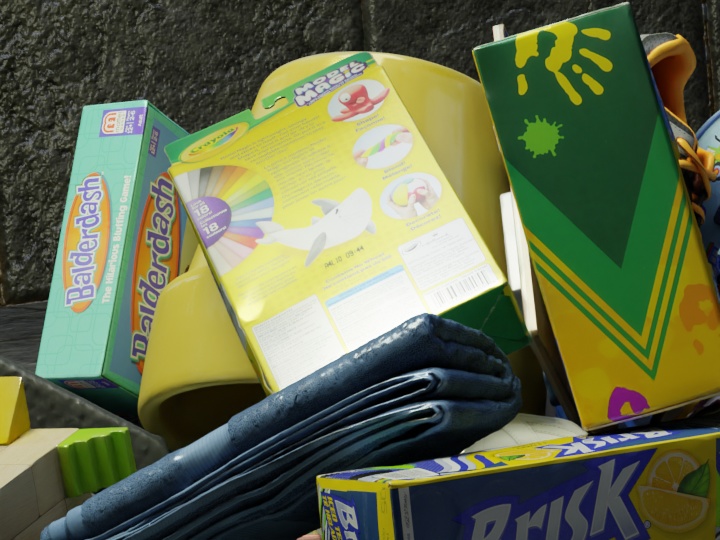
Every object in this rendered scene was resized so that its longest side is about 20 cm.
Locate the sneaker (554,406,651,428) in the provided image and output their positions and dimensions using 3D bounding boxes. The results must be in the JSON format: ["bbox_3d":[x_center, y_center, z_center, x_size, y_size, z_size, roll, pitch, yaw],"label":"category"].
[{"bbox_3d":[0.162,0.070,1.609,0.066,0.078,0.200,-4,4,-30],"label":"sneaker"}]

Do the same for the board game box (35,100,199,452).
[{"bbox_3d":[-0.089,0.018,1.590,0.045,0.152,0.200,-2,-22,29],"label":"board game box"}]

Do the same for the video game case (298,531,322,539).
[{"bbox_3d":[-0.028,0.124,1.445,0.200,0.017,0.143,-4,4,16],"label":"video game case"}]

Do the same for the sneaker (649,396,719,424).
[{"bbox_3d":[0.176,0.081,1.407,0.090,0.075,0.200,-1,0,-27],"label":"sneaker"}]

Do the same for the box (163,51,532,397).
[{"bbox_3d":[-0.012,-0.016,1.368,0.117,0.048,0.200,-25,44,-1],"label":"box"}]

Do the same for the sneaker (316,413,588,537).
[{"bbox_3d":[0.049,0.096,1.335,0.200,0.075,0.100,17,18,42],"label":"sneaker"}]

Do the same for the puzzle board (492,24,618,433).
[{"bbox_3d":[0.095,-0.003,1.489,0.017,0.200,0.151,-16,-40,14],"label":"puzzle board"}]

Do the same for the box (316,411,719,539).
[{"bbox_3d":[0.085,0.103,1.198,0.200,0.070,0.064,-7,2,-28],"label":"box"}]

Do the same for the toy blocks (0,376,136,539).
[{"bbox_3d":[-0.218,0.117,1.336,0.200,0.100,0.137,-3,15,23],"label":"toy blocks"}]

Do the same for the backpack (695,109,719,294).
[{"bbox_3d":[0.238,-0.017,1.529,0.200,0.183,0.135,35,19,26],"label":"backpack"}]

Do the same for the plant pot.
[{"bbox_3d":[0.000,0.000,1.503,0.201,0.189,0.201,7,-19,2],"label":"plant pot"}]

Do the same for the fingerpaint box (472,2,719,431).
[{"bbox_3d":[0.109,-0.019,1.308,0.073,0.167,0.200,-16,-4,4],"label":"fingerpaint box"}]

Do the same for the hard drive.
[{"bbox_3d":[-0.169,0.076,1.528,0.140,0.033,0.200,28,-9,-3],"label":"hard drive"}]

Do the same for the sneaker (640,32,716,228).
[{"bbox_3d":[0.143,-0.037,1.498,0.077,0.200,0.078,-21,-30,21],"label":"sneaker"}]

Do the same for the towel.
[{"bbox_3d":[-0.030,0.087,1.253,0.200,0.049,0.112,-30,-16,17],"label":"towel"}]

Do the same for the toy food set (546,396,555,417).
[{"bbox_3d":[0.021,0.042,1.691,0.200,0.144,0.060,-2,-5,34],"label":"toy food set"}]
